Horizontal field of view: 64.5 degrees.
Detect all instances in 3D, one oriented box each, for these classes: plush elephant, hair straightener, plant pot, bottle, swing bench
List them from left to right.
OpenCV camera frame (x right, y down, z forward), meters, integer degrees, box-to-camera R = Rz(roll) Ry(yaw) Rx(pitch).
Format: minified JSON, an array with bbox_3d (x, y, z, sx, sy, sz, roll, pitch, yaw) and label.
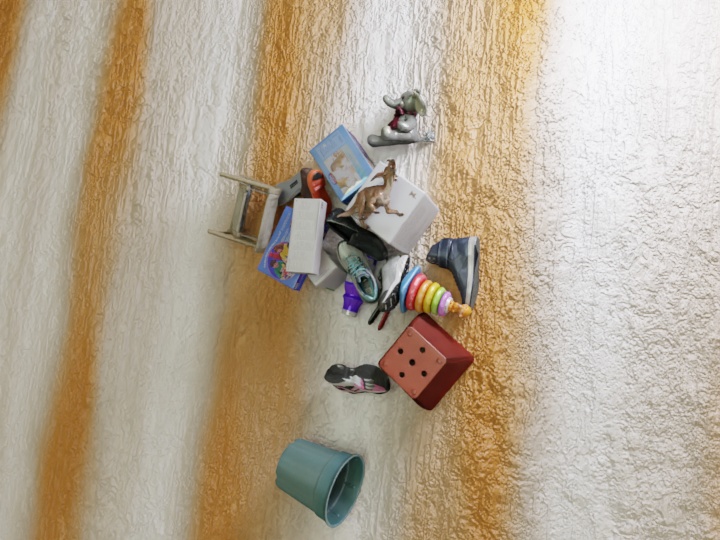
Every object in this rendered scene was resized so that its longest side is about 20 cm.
[{"bbox_3d":[-0.346,-0.182,1.785,0.198,0.130,0.201,21,102,19],"label":"swing bench"},{"bbox_3d":[-0.120,0.576,1.594,0.194,0.200,0.203,14,87,29],"label":"plant pot"},{"bbox_3d":[-0.007,0.035,1.673,0.065,0.083,0.202,15,89,32],"label":"bottle"},{"bbox_3d":[0.068,0.069,1.664,0.076,0.041,0.202,25,91,20],"label":"hair straightener"},{"bbox_3d":[0.123,-0.450,1.656,0.197,0.165,0.157,-5,95,-10],"label":"plush elephant"},{"bbox_3d":[0.160,0.245,1.536,0.200,0.176,0.201,42,97,19],"label":"plant pot"}]

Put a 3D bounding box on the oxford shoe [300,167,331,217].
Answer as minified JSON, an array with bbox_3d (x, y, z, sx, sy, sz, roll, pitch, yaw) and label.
[{"bbox_3d":[-0.138,-0.220,1.725,0.072,0.071,0.202,26,136,37],"label":"oxford shoe"}]

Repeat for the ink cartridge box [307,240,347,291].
[{"bbox_3d":[-0.134,-0.045,1.696,0.087,0.145,0.201,-41,72,9],"label":"ink cartridge box"}]

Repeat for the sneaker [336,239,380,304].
[{"bbox_3d":[0.000,0.000,1.589,0.077,0.086,0.201,-31,88,-1],"label":"sneaker"}]

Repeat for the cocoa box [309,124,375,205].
[{"bbox_3d":[-0.034,-0.303,1.703,0.133,0.131,0.201,-36,73,12],"label":"cocoa box"}]

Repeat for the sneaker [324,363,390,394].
[{"bbox_3d":[0.001,0.317,1.634,0.198,0.087,0.081,7,56,30],"label":"sneaker"}]

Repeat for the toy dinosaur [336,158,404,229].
[{"bbox_3d":[0.031,-0.194,1.482,0.198,0.086,0.137,-20,68,28],"label":"toy dinosaur"}]

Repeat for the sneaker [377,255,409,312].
[{"bbox_3d":[0.079,0.035,1.587,0.078,0.074,0.201,9,48,16],"label":"sneaker"}]

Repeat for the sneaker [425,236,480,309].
[{"bbox_3d":[0.255,0.008,1.589,0.144,0.077,0.205,2,87,24],"label":"sneaker"}]

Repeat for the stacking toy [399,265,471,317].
[{"bbox_3d":[0.211,0.082,1.558,0.198,0.110,0.116,20,53,25],"label":"stacking toy"}]

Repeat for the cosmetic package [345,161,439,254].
[{"bbox_3d":[0.095,-0.169,1.602,0.166,0.200,0.168,39,95,20],"label":"cosmetic package"}]

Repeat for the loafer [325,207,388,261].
[{"bbox_3d":[-0.013,-0.089,1.575,0.200,0.070,0.068,39,139,2],"label":"loafer"}]

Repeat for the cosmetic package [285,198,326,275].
[{"bbox_3d":[-0.146,-0.092,1.554,0.082,0.051,0.203,5,84,17],"label":"cosmetic package"}]

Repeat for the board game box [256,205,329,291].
[{"bbox_3d":[-0.191,-0.063,1.617,0.133,0.045,0.202,27,92,20],"label":"board game box"}]

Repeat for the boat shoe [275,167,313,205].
[{"bbox_3d":[-0.204,-0.258,1.792,0.199,0.056,0.069,-26,72,34],"label":"boat shoe"}]
